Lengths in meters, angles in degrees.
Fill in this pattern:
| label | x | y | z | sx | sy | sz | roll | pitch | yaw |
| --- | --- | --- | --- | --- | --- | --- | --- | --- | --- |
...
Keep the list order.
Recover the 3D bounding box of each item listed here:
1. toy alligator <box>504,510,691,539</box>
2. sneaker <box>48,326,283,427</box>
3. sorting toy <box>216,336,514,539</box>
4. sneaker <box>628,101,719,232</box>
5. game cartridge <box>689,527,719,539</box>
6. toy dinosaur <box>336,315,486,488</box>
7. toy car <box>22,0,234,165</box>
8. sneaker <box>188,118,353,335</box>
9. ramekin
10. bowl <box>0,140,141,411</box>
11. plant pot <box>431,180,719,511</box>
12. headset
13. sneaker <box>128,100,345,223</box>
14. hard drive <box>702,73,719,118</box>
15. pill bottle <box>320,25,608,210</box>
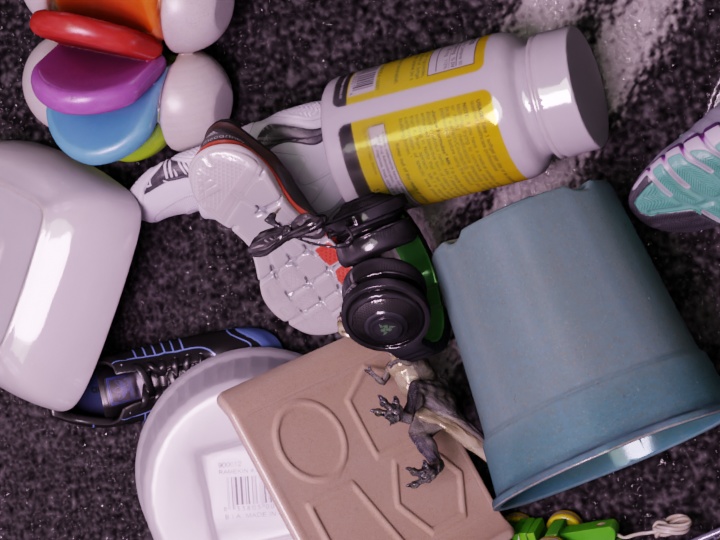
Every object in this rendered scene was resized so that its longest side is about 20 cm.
| label | x | y | z | sx | sy | sz | roll | pitch | yaw |
| --- | --- | --- | --- | --- | --- | --- | --- | --- | --- |
| toy alligator | 0.163 | 0.222 | 1.703 | 0.199 | 0.059 | 0.055 | -5 | 107 | 21 |
| sneaker | -0.162 | 0.093 | 1.800 | 0.199 | 0.078 | 0.070 | -15 | 90 | 21 |
| sorting toy | 0.003 | 0.151 | 1.658 | 0.200 | 0.185 | 0.036 | 58 | 138 | 11 |
| sneaker | 0.280 | -0.102 | 1.597 | 0.074 | 0.088 | 0.200 | 38 | 131 | -21 |
| game cartridge | 0.271 | 0.268 | 1.664 | 0.199 | 0.041 | 0.133 | -27 | 104 | 18 |
| toy dinosaur | 0.050 | 0.111 | 1.659 | 0.200 | 0.088 | 0.047 | 50 | 127 | -3 |
| toy car | -0.200 | -0.173 | 1.738 | 0.174 | 0.150 | 0.201 | 11 | 116 | 18 |
| sneaker | -0.057 | -0.039 | 1.679 | 0.077 | 0.082 | 0.200 | -22 | 123 | 17 |
| ramekin | -0.081 | 0.167 | 1.732 | 0.199 | 0.098 | 0.202 | 0 | 96 | -2 |
| bowl | -0.285 | -0.003 | 1.797 | 0.200 | 0.074 | 0.201 | 26 | 98 | 43 |
| plant pot | 0.155 | 0.050 | 1.628 | 0.200 | 0.200 | 0.197 | -25 | 79 | 20 |
| headset | 0.000 | 0.000 | 1.617 | 0.094 | 0.200 | 0.124 | -21 | 63 | 20 |
| sneaker | -0.090 | -0.051 | 1.761 | 0.199 | 0.075 | 0.115 | -22 | 85 | 18 |
| hard drive | 0.347 | -0.164 | 1.609 | 0.139 | 0.038 | 0.201 | 23 | 102 | 17 |
| pill bottle | 0.080 | -0.116 | 1.672 | 0.199 | 0.114 | 0.115 | -13 | 91 | 21 |
